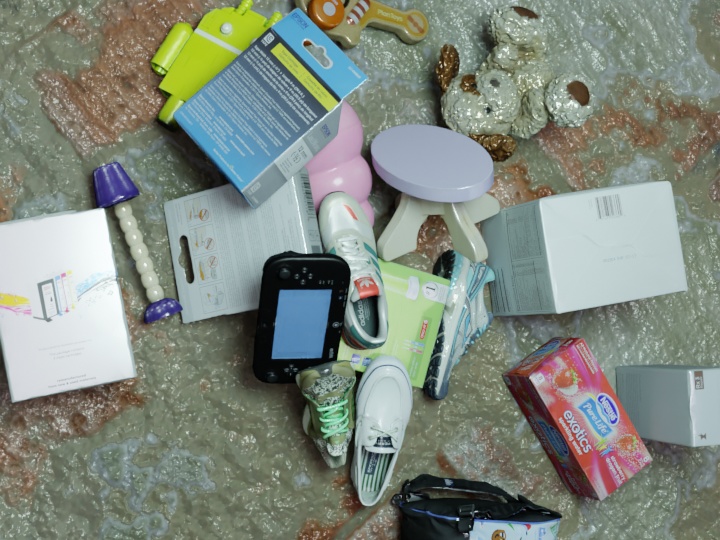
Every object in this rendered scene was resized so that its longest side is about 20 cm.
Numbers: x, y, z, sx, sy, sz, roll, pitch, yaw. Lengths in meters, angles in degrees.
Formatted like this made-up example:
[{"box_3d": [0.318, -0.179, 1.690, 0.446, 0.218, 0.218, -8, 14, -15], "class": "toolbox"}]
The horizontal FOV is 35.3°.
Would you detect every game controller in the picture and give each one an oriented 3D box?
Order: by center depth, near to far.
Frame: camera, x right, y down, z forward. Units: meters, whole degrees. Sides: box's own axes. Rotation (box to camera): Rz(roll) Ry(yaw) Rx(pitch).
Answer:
[{"box_3d": [-0.071, 0.059, 1.339, 0.103, 0.042, 0.201, 6, 129, -5], "class": "game controller"}]

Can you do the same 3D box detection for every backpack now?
[{"box_3d": [0.159, 0.353, 1.453, 0.189, 0.200, 0.156, 0, 92, -23], "class": "backpack"}]

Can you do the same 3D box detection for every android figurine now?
[{"box_3d": [-0.171, -0.252, 1.429, 0.181, 0.041, 0.201, 30, 81, 13], "class": "android figurine"}]

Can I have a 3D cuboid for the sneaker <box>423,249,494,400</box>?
[{"box_3d": [0.135, 0.078, 1.511, 0.086, 0.078, 0.202, 14, 84, -19], "class": "sneaker"}]

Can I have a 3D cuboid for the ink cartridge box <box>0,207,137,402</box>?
[{"box_3d": [-0.357, 0.039, 1.330, 0.143, 0.147, 0.202, -11, 90, -16], "class": "ink cartridge box"}]

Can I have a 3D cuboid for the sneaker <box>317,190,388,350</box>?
[{"box_3d": [0.000, 0.001, 1.374, 0.070, 0.093, 0.202, -11, 93, -15], "class": "sneaker"}]

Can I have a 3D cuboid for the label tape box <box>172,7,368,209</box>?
[{"box_3d": [-0.102, -0.194, 1.346, 0.200, 0.066, 0.143, -41, 68, -4], "class": "label tape box"}]

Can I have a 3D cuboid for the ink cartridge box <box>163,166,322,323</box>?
[{"box_3d": [-0.143, -0.028, 1.409, 0.050, 0.199, 0.164, -3, 81, -60], "class": "ink cartridge box"}]

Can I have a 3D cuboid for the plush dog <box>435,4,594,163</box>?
[{"box_3d": [0.184, -0.227, 1.497, 0.171, 0.161, 0.201, -21, 68, -21], "class": "plush dog"}]

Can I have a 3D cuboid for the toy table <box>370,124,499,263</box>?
[{"box_3d": [0.095, -0.097, 1.438, 0.182, 0.200, 0.118, -16, 123, -13], "class": "toy table"}]

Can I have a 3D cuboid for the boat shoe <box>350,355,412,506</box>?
[{"box_3d": [0.029, 0.208, 1.431, 0.073, 0.067, 0.202, 2, 117, -6], "class": "boat shoe"}]

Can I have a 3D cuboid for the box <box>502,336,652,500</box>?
[{"box_3d": [0.295, 0.199, 1.541, 0.099, 0.095, 0.201, -32, 96, -16], "class": "box"}]

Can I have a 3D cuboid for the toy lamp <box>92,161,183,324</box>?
[{"box_3d": [-0.281, -0.035, 1.403, 0.058, 0.058, 0.202, -21, 93, -16], "class": "toy lamp"}]

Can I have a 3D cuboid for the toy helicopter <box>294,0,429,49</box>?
[{"box_3d": [0.004, -0.356, 1.506, 0.198, 0.079, 0.134, 12, 75, -26], "class": "toy helicopter"}]

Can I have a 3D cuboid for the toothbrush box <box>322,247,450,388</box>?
[{"box_3d": [-0.003, 0.055, 1.465, 0.198, 0.086, 0.147, 16, 84, -16], "class": "toothbrush box"}]

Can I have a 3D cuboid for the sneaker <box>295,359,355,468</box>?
[{"box_3d": [-0.031, 0.179, 1.388, 0.076, 0.201, 0.089, -16, 58, -8], "class": "sneaker"}]

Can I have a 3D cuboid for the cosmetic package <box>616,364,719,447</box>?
[{"box_3d": [0.422, 0.179, 1.525, 0.073, 0.200, 0.103, -2, 89, -16], "class": "cosmetic package"}]

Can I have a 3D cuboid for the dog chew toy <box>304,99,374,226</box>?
[{"box_3d": [-0.041, -0.122, 1.450, 0.124, 0.124, 0.202, -23, 102, -16], "class": "dog chew toy"}]

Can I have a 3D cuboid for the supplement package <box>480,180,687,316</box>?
[{"box_3d": [0.288, -0.025, 1.496, 0.190, 0.200, 0.149, -8, 89, -17], "class": "supplement package"}]
